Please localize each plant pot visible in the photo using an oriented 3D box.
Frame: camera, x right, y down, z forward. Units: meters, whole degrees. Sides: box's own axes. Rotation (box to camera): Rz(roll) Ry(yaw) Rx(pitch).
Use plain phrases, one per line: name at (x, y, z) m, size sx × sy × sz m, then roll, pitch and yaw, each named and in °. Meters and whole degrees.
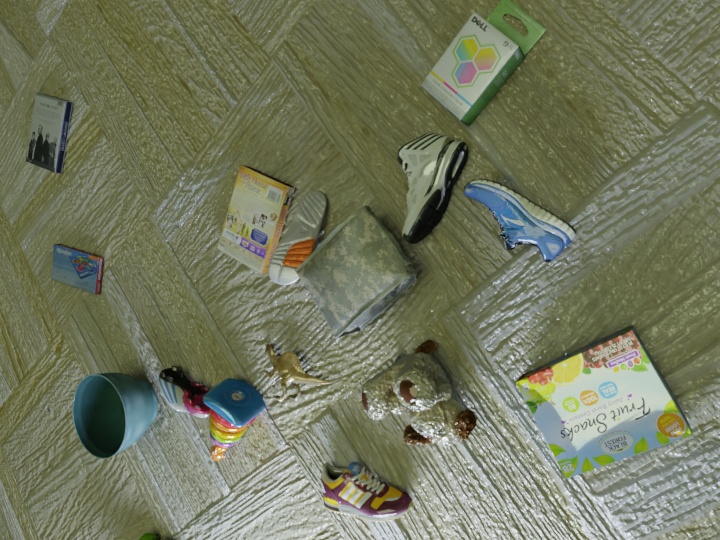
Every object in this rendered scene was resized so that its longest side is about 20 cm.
plant pot at (-0.596, 0.346, 1.313) m, size 0.198 × 0.134 × 0.204 m, roll 1°, pitch 91°, yaw 27°

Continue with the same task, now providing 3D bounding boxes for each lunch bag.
lunch bag at (0.000, 0.000, 0.997) m, size 0.200 × 0.117 × 0.165 m, roll -43°, pitch 72°, yaw 27°

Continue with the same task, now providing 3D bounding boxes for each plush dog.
plush dog at (0.121, 0.237, 0.949) m, size 0.173 × 0.160 × 0.199 m, roll 57°, pitch 143°, yaw -1°

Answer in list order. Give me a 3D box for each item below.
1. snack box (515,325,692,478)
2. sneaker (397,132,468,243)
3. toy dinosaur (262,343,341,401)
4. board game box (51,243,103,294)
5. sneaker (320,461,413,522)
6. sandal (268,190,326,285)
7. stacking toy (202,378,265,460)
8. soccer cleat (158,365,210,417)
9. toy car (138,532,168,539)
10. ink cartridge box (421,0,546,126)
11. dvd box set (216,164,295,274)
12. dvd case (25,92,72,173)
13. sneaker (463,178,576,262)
snack box at (0.377, 0.208, 0.832) m, size 0.199 × 0.067 × 0.170 m, roll -31°, pitch 77°, yaw 26°
sneaker at (0.107, -0.157, 0.970) m, size 0.115 × 0.075 × 0.202 m, roll 31°, pitch 98°, yaw 32°
toy dinosaur at (-0.146, 0.225, 1.114) m, size 0.198 × 0.058 × 0.102 m, roll 23°, pitch 101°, yaw 25°
board game box at (-0.792, -0.006, 1.469) m, size 0.198 × 0.019 × 0.105 m, roll 14°, pitch 99°, yaw 27°
sneaker at (0.006, 0.427, 1.031) m, size 0.197 × 0.075 × 0.092 m, roll -7°, pitch 94°, yaw 27°
sandal at (-0.118, -0.061, 1.095) m, size 0.078 × 0.059 × 0.209 m, roll 22°, pitch 81°, yaw 13°
stacking toy at (-0.301, 0.356, 1.187) m, size 0.115 × 0.110 × 0.202 m, roll 30°, pitch 117°, yaw 15°
soccer cleat at (-0.412, 0.306, 1.255) m, size 0.199 × 0.069 × 0.087 m, roll 27°, pitch 117°, yaw 33°
toy car at (-0.527, 0.758, 1.253) m, size 0.162 × 0.199 × 0.160 m, roll 15°, pitch 98°, yaw 26°
ink cartridge box at (0.209, -0.365, 0.905) m, size 0.104 × 0.059 × 0.200 m, roll 47°, pitch 111°, yaw 19°
dvd box set at (-0.234, -0.114, 1.164) m, size 0.145 × 0.029 × 0.202 m, roll 25°, pitch 104°, yaw 25°
dvd case at (-0.893, -0.394, 1.507) m, size 0.149 × 0.025 × 0.203 m, roll 20°, pitch 100°, yaw 26°
sneaker at (0.252, -0.084, 0.883) m, size 0.199 × 0.078 × 0.090 m, roll 37°, pitch 105°, yaw 22°
